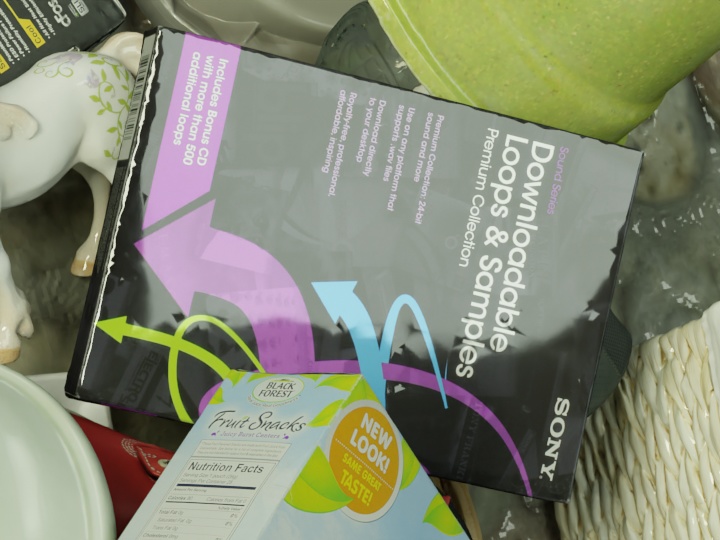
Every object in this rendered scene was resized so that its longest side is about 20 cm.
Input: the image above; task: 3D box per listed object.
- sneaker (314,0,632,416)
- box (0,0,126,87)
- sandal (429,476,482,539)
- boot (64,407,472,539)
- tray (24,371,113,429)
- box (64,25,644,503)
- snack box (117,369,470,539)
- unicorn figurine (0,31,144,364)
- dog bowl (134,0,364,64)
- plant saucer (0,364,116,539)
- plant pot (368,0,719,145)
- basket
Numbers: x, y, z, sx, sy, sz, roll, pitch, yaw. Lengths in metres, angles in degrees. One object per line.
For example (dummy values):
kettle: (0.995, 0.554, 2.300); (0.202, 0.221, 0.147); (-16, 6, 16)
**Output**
sneaker: (0.046, -0.020, 1.071); (0.084, 0.074, 0.201); (-22, 88, -50)
box: (-0.209, -0.135, 1.006); (0.160, 0.049, 0.200); (-41, 99, -32)
sandal: (0.006, 0.091, 1.066); (0.069, 0.078, 0.213); (16, 59, -22)
boot: (-0.050, 0.087, 0.950); (0.200, 0.144, 0.073); (30, 56, -42)
tray: (-0.134, 0.141, 0.985); (0.107, 0.022, 0.201); (-2, 77, -34)
box: (0.000, 0.000, 0.981); (0.199, 0.036, 0.144); (13, 87, -15)
snack box: (-0.029, 0.161, 0.848); (0.169, 0.067, 0.200); (56, 50, -33)
unicorn figurine: (-0.134, -0.036, 0.973); (0.200, 0.073, 0.138); (-47, 142, -54)
dog bowl: (-0.027, -0.166, 1.128); (0.199, 0.059, 0.201); (11, 69, -31)
plant saucer: (-0.180, 0.107, 0.863); (0.050, 0.199, 0.201); (55, 45, -51)
plant pot: (0.118, -0.163, 1.040); (0.200, 0.184, 0.201); (34, 42, -37)
basket: (0.207, 0.117, 1.131); (0.197, 0.161, 0.201); (-5, 77, -34)
